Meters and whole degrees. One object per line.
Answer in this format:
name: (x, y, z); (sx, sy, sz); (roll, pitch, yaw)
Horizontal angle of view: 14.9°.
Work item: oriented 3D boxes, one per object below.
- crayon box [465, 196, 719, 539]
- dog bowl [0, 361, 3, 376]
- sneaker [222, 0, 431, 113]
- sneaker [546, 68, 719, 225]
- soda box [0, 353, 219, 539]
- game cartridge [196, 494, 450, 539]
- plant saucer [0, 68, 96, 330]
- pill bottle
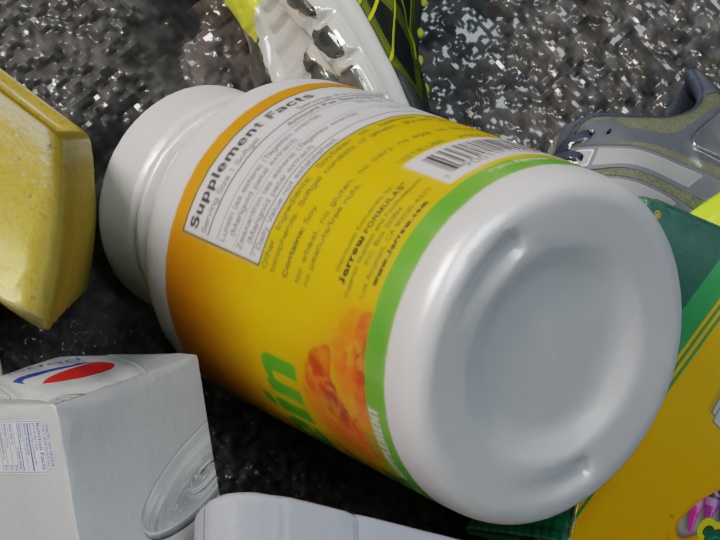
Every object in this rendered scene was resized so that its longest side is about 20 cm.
crayon box: (0.139, 0.060, 0.960); (0.199, 0.058, 0.119); (20, 79, -34)
dog bowl: (-0.217, 0.052, 0.863); (0.199, 0.079, 0.201); (8, 67, -19)
sneaker: (0.000, -0.098, 1.009); (0.084, 0.074, 0.201); (-20, 82, -33)
sneaker: (0.083, -0.009, 1.016); (0.199, 0.074, 0.081); (-26, 71, -34)
soda box: (-0.077, 0.129, 0.842); (0.068, 0.063, 0.201); (-18, 101, -52)
game cartridge: (0.041, 0.150, 0.820); (0.199, 0.042, 0.134); (16, 52, -26)
plant saucer: (-0.158, -0.066, 0.865); (0.200, 0.200, 0.049); (38, 91, -4)
pill bottle: (0.000, 0.000, 0.895); (0.111, 0.200, 0.112); (-13, 113, -34)
